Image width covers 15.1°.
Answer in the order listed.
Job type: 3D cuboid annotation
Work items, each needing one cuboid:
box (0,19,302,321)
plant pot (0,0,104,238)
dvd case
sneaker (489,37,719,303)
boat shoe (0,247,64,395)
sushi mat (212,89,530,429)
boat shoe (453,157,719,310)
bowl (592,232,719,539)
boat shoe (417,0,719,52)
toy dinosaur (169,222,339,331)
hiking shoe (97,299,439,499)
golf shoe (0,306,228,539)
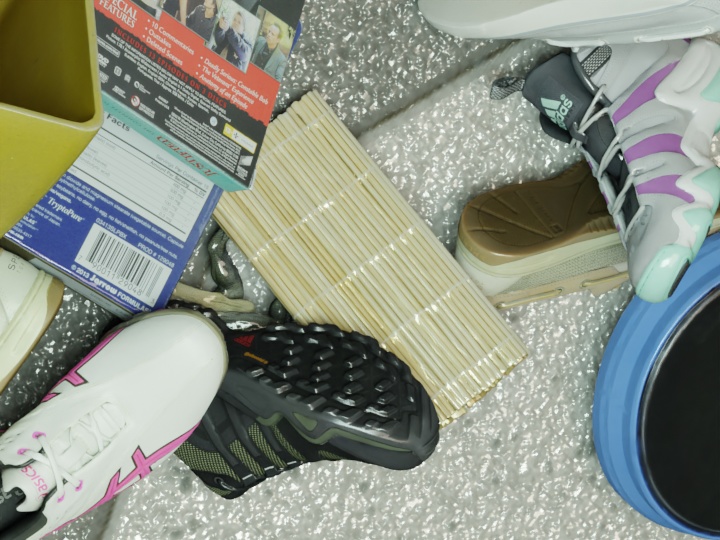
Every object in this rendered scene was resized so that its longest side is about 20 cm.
[{"bbox_3d":[-0.123,-0.083,1.504,0.121,0.032,0.201,32,72,-16],"label":"box"},{"bbox_3d":[-0.258,-0.099,1.373,0.199,0.201,0.177,13,132,-23],"label":"plant pot"},{"bbox_3d":[-0.088,-0.163,1.476,0.146,0.022,0.201,32,64,-37],"label":"dvd case"},{"bbox_3d":[0.138,-0.074,1.572,0.139,0.201,0.078,21,134,-4],"label":"sneaker"},{"bbox_3d":[-0.240,0.073,1.468,0.066,0.074,0.200,36,87,-7],"label":"boat shoe"},{"bbox_3d":[0.000,0.000,1.544,0.096,0.012,0.200,-38,86,-16],"label":"sushi mat"},{"bbox_3d":[0.139,-0.021,1.627,0.199,0.072,0.065,-15,140,-30],"label":"boat shoe"},{"bbox_3d":[0.236,0.073,1.665,0.200,0.039,0.202,-11,114,-25],"label":"bowl"},{"bbox_3d":[0.125,-0.154,1.538,0.069,0.199,0.072,45,50,-40],"label":"boat shoe"},{"bbox_3d":[-0.068,0.021,1.560,0.200,0.047,0.088,37,91,-19],"label":"toy dinosaur"},{"bbox_3d":[-0.049,0.082,1.521,0.076,0.199,0.101,-56,156,-46],"label":"hiking shoe"},{"bbox_3d":[-0.151,0.098,1.453,0.200,0.092,0.073,-39,101,16],"label":"golf shoe"}]
